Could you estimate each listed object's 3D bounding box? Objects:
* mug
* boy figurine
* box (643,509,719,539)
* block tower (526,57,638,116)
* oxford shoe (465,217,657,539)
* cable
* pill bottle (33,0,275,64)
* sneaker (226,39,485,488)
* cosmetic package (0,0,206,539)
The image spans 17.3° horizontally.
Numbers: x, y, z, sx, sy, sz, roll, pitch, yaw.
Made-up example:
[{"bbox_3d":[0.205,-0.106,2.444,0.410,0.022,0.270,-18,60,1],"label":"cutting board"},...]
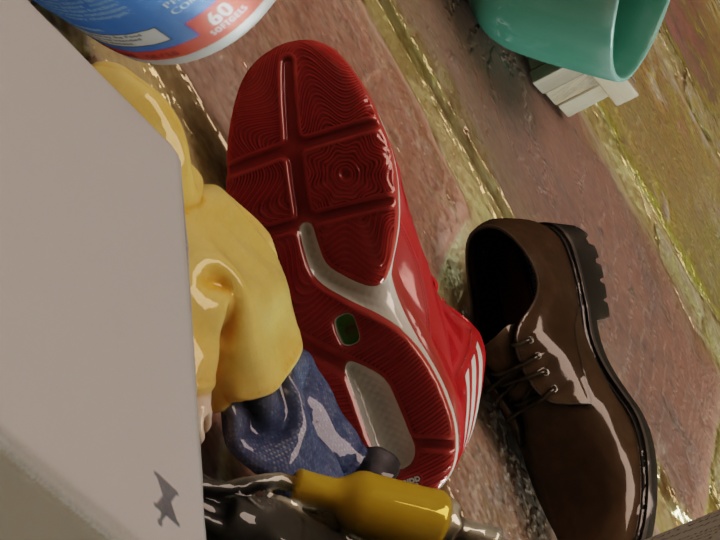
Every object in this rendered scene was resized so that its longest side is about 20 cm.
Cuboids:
[{"bbox_3d":[0.136,-0.212,1.476,0.185,0.114,0.153,-50,152,-52],"label":"mug"},{"bbox_3d":[-0.058,0.019,0.861,0.200,0.064,0.124,57,22,-20],"label":"boy figurine"},{"bbox_3d":[0.090,0.208,0.813,0.200,0.199,0.131,66,20,3],"label":"box"},{"bbox_3d":[0.130,-0.197,1.590,0.054,0.058,0.201,39,31,-51],"label":"block tower"},{"bbox_3d":[0.091,0.065,1.192,0.084,0.073,0.201,12,52,-45],"label":"oxford shoe"},{"bbox_3d":[-0.052,0.079,0.813,0.200,0.097,0.050,33,31,-21],"label":"cable"},{"bbox_3d":[-0.112,-0.159,0.862,0.200,0.112,0.113,29,41,-57],"label":"pill bottle"},{"bbox_3d":[0.000,0.000,1.039,0.116,0.078,0.201,-9,87,-78],"label":"sneaker"},{"bbox_3d":[-0.164,0.003,0.419,0.199,0.199,0.123,47,27,-41],"label":"cosmetic package"}]
